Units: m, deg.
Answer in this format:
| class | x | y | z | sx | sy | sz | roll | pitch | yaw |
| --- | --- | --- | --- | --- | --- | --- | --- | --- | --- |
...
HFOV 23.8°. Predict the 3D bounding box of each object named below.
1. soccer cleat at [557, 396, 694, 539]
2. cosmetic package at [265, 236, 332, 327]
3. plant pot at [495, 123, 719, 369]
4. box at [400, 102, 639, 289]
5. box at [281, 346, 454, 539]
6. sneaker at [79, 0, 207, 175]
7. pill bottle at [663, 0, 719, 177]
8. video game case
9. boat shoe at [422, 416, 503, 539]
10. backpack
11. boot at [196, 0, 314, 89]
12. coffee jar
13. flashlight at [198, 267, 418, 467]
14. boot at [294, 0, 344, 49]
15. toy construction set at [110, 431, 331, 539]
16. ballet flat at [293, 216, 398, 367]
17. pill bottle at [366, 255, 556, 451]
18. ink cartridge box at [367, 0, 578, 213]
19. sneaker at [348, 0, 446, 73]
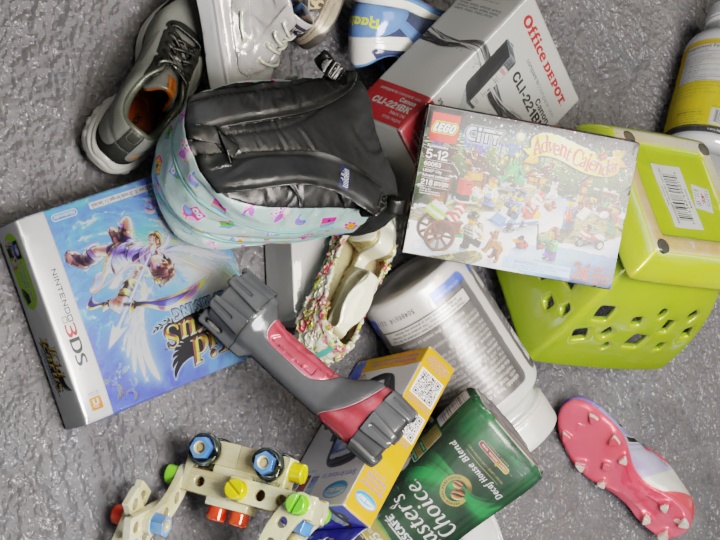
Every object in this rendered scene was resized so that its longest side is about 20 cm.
| class | x | y | z | sx | sy | sz | roll | pitch | yaw |
| --- | --- | --- | --- | --- | --- | --- | --- | --- | --- |
| soccer cleat | 0.277 | 0.199 | 1.791 | 0.200 | 0.067 | 0.077 | 45 | 28 | -14 |
| cosmetic package | -0.046 | -0.049 | 1.609 | 0.082 | 0.050 | 0.203 | 3 | 79 | -34 |
| plant pot | 0.262 | -0.031 | 1.709 | 0.197 | 0.181 | 0.202 | 6 | 57 | -37 |
| box | 0.145 | -0.068 | 1.569 | 0.197 | 0.038 | 0.138 | 10 | 99 | -4 |
| box | -0.003 | 0.164 | 1.554 | 0.041 | 0.119 | 0.201 | 44 | 58 | -20 |
| sneaker | -0.173 | -0.172 | 1.525 | 0.074 | 0.079 | 0.202 | 38 | 57 | -22 |
| pill bottle | 0.410 | -0.201 | 1.927 | 0.111 | 0.112 | 0.202 | 31 | 64 | -27 |
| video game case | -0.195 | 0.018 | 1.492 | 0.199 | 0.045 | 0.183 | -22 | 94 | -37 |
| boat shoe | 0.086 | 0.209 | 1.639 | 0.072 | 0.068 | 0.201 | -39 | 103 | -34 |
| backpack | -0.080 | -0.091 | 1.492 | 0.198 | 0.127 | 0.168 | -7 | 63 | -34 |
| boot | -0.088 | -0.210 | 1.547 | 0.074 | 0.094 | 0.202 | -61 | 144 | -59 |
| coffee jar | 0.063 | 0.208 | 1.561 | 0.200 | 0.085 | 0.104 | -42 | 102 | 5 |
| flashlight | -0.042 | 0.080 | 1.478 | 0.200 | 0.068 | 0.068 | 43 | 37 | 7 |
| boot | -0.074 | -0.330 | 1.636 | 0.150 | 0.073 | 0.202 | 26 | 72 | -29 |
| toy construction set | -0.111 | 0.212 | 1.463 | 0.198 | 0.092 | 0.133 | 13 | 80 | 7 |
| ballet flat | 0.000 | 0.000 | 1.561 | 0.075 | 0.064 | 0.202 | 33 | 63 | -27 |
| pill bottle | 0.099 | 0.086 | 1.646 | 0.114 | 0.113 | 0.201 | -41 | 104 | -34 |
| ink cartridge box | 0.104 | -0.162 | 1.663 | 0.200 | 0.083 | 0.145 | -47 | 132 | -18 |
| sneaker | 0.062 | -0.221 | 1.709 | 0.198 | 0.074 | 0.083 | 14 | 89 | -39 |
